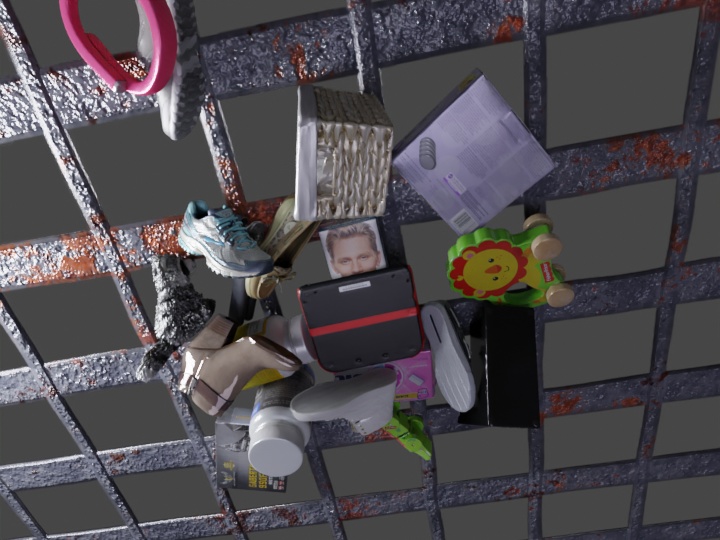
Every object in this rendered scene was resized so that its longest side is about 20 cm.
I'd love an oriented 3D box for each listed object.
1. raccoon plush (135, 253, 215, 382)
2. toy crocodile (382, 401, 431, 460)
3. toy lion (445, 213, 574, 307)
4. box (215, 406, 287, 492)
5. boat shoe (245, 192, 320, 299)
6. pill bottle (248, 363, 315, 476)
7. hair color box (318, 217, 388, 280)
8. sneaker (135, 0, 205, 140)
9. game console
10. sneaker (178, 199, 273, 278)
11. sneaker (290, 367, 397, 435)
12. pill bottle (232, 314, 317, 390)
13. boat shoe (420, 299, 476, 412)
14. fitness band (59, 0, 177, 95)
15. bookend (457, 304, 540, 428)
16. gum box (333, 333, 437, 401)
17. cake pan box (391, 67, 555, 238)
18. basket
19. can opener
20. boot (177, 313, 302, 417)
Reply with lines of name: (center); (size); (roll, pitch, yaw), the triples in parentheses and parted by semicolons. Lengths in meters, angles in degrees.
raccoon plush: (-0.334, 0.066, 0.863); (0.096, 0.202, 0.134); (-15, 125, 45)
toy crocodile: (0.079, 0.320, 1.069); (0.061, 0.068, 0.200); (-35, 112, 24)
toy lion: (0.245, 0.001, 0.874); (0.188, 0.070, 0.201); (-20, 132, 17)
box: (-0.229, 0.387, 1.113); (0.155, 0.049, 0.204); (6, 119, -5)
boat shoe: (-0.129, -0.027, 0.853); (0.062, 0.073, 0.202); (37, 115, 19)
pill bottle: (-0.144, 0.265, 0.957); (0.111, 0.201, 0.116); (0, 120, 0)
hair color box: (0.000, 0.000, 0.889); (0.098, 0.061, 0.203); (-12, 118, 6)
sneaker: (-0.271, -0.289, 0.728); (0.080, 0.075, 0.204); (11, 115, 11)
game console: (0.005, 0.086, 0.890); (0.196, 0.031, 0.180); (-12, 113, 4)
sneaker: (-0.213, -0.052, 0.808); (0.197, 0.077, 0.088); (24, 113, 28)
sneaker: (-0.025, 0.256, 0.925); (0.196, 0.074, 0.118); (-11, 121, -18)
pill bottle: (-0.182, 0.148, 0.941); (0.196, 0.113, 0.114); (-17, 119, 9)
boat shoe: (0.170, 0.146, 0.928); (0.071, 0.070, 0.204); (-15, 92, 42)
fitness band: (-0.317, -0.323, 0.672); (0.200, 0.037, 0.144); (47, 124, 8)
bookend: (0.247, 0.186, 0.965); (0.090, 0.203, 0.200); (3, 164, -4)
gum box: (0.048, 0.187, 0.992); (0.195, 0.067, 0.116); (-5, 119, 2)
cake pan box: (0.173, -0.169, 0.802); (0.199, 0.053, 0.184); (40, 114, -21)
basket: (-0.029, -0.166, 0.718); (0.120, 0.201, 0.138); (2, 120, -7)
can opener: (-0.208, -0.001, 0.902); (0.066, 0.053, 0.203); (29, 121, 20)
boot: (-0.206, 0.170, 0.851); (0.197, 0.070, 0.148); (25, 87, 22)
